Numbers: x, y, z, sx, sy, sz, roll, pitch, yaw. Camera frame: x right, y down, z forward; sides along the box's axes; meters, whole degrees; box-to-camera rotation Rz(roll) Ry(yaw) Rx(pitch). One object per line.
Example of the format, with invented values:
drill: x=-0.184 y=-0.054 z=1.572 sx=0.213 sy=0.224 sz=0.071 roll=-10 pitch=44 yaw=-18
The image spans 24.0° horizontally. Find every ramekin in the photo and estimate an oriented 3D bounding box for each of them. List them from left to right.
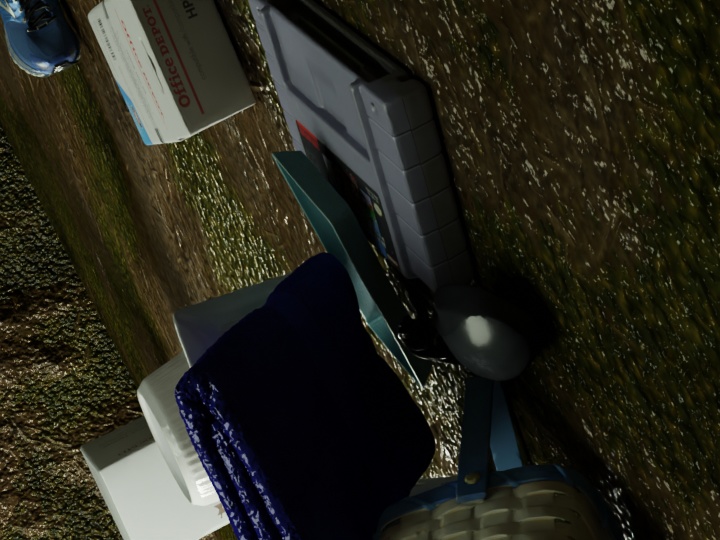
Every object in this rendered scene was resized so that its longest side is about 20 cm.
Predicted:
ramekin: x=-0.203 y=0.199 z=2.109 sx=0.203 sy=0.094 sz=0.203 roll=58 pitch=166 yaw=24

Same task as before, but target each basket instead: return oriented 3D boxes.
basket: x=0.081 y=0.173 z=0.917 sx=0.200 sy=0.138 sz=0.178 roll=-65 pitch=-40 yaw=-62

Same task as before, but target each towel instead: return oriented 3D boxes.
towel: x=-0.030 y=0.088 z=0.945 sx=0.149 sy=0.049 sz=0.200 roll=61 pitch=-155 yaw=-8

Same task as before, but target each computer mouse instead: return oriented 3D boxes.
computer mouse: x=0.051 y=0.041 z=0.933 sx=0.058 sy=0.034 sz=0.200 roll=32 pitch=169 yaw=-6

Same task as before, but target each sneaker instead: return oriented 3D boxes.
sneaker: x=-0.374 y=-0.301 z=1.879 sx=0.201 sy=0.078 sz=0.089 roll=59 pitch=168 yaw=23

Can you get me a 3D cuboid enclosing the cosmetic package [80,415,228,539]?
cosmetic package: x=-0.304 y=0.318 z=2.558 sx=0.168 sy=0.166 sz=0.200 roll=67 pitch=166 yaw=-11

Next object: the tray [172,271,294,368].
tray: x=-0.039 y=0.056 z=1.025 sx=0.200 sy=0.022 sz=0.108 roll=-20 pitch=-92 yaw=-64

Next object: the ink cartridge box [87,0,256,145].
ink cartridge box: x=-0.139 y=-0.160 z=1.258 sx=0.117 sy=0.067 sz=0.200 roll=66 pitch=167 yaw=-10

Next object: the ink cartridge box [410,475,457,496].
ink cartridge box: x=0.028 y=0.240 z=1.073 sx=0.144 sy=0.083 sz=0.203 roll=-10 pitch=90 yaw=34

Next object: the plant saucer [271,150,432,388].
plant saucer: x=0.000 y=0.000 z=1.038 sx=0.070 sy=0.019 sz=0.200 roll=49 pitch=174 yaw=36

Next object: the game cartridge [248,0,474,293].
game cartridge: x=-0.004 y=-0.079 z=0.972 sx=0.200 sy=0.038 sz=0.131 roll=45 pitch=153 yaw=54
